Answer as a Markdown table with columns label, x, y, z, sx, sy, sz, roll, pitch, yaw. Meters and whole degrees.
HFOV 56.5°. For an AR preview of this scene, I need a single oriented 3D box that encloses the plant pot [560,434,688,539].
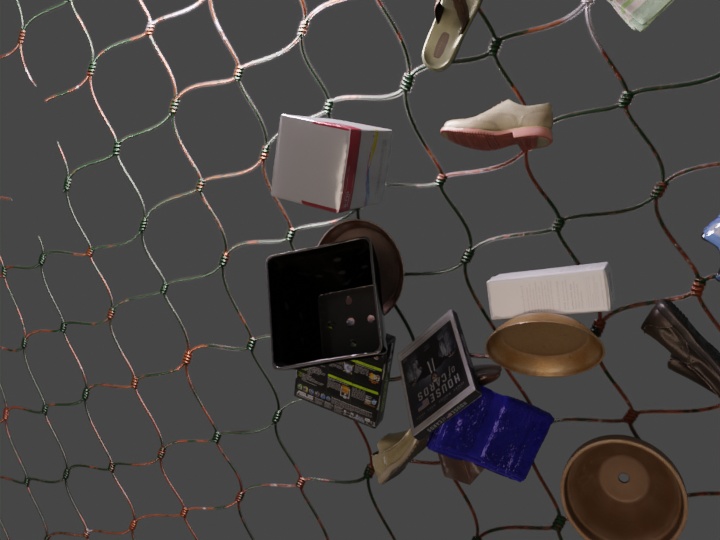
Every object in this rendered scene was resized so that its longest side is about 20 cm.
| label | x | y | z | sx | sy | sz | roll | pitch | yaw |
| --- | --- | --- | --- | --- | --- | --- | --- | --- | --- |
| plant pot | 0.446 | 0.369 | 1.139 | 0.197 | 0.092 | 0.206 | 4 | 100 | 23 |

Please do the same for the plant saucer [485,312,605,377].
| label | x | y | z | sx | sy | sz | roll | pitch | yaw |
| --- | --- | --- | --- | --- | --- | --- | --- | --- | --- |
| plant saucer | 0.312 | 0.122 | 1.140 | 0.196 | 0.201 | 0.036 | -5 | 54 | 25 |

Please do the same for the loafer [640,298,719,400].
| label | x | y | z | sx | sy | sz | roll | pitch | yaw |
| --- | --- | --- | --- | --- | --- | --- | --- | --- | --- |
| loafer | 0.534 | 0.142 | 1.084 | 0.071 | 0.072 | 0.201 | -45 | 70 | 29 |

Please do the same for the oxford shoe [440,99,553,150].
| label | x | y | z | sx | sy | sz | roll | pitch | yaw |
| --- | --- | --- | --- | --- | --- | --- | --- | --- | --- |
| oxford shoe | 0.238 | -0.255 | 1.168 | 0.196 | 0.071 | 0.076 | 6 | 79 | 21 |

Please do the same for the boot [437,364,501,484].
| label | x | y | z | sx | sy | sz | roll | pitch | yaw |
| --- | --- | --- | --- | --- | --- | --- | --- | --- | --- |
| boot | 0.211 | 0.291 | 1.255 | 0.184 | 0.064 | 0.204 | -21 | 90 | 28 |

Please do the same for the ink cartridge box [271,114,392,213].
| label | x | y | z | sx | sy | sz | roll | pitch | yaw |
| --- | --- | --- | --- | --- | --- | --- | --- | --- | --- |
| ink cartridge box | -0.047 | -0.198 | 1.226 | 0.143 | 0.199 | 0.148 | 15 | 106 | 22 |

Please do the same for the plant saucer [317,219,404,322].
| label | x | y | z | sx | sy | sz | roll | pitch | yaw |
| --- | --- | --- | --- | --- | --- | --- | --- | --- | --- |
| plant saucer | 0.000 | 0.000 | 1.323 | 0.196 | 0.034 | 0.205 | 4 | 99 | 25 |

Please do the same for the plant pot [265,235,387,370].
| label | x | y | z | sx | sy | sz | roll | pitch | yaw |
| --- | --- | --- | --- | --- | --- | --- | --- | --- | --- |
| plant pot | -0.041 | 0.078 | 1.210 | 0.195 | 0.177 | 0.204 | -11 | 71 | 15 |

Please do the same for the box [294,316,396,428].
| label | x | y | z | sx | sy | sz | roll | pitch | yaw |
| --- | --- | --- | --- | --- | --- | --- | --- | --- | --- |
| box | -0.036 | 0.195 | 1.346 | 0.196 | 0.047 | 0.197 | 16 | 111 | 22 |

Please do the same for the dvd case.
| label | x | y | z | sx | sy | sz | roll | pitch | yaw |
| --- | --- | --- | --- | --- | --- | --- | --- | --- | --- |
| dvd case | 0.137 | 0.186 | 1.215 | 0.025 | 0.202 | 0.150 | 34 | 117 | -28 |

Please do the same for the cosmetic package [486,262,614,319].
| label | x | y | z | sx | sy | sz | roll | pitch | yaw |
| --- | --- | --- | --- | --- | --- | --- | --- | --- | --- |
| cosmetic package | 0.324 | 0.036 | 1.142 | 0.196 | 0.101 | 0.076 | -9 | 93 | 26 |

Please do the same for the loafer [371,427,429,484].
| label | x | y | z | sx | sy | sz | roll | pitch | yaw |
| --- | --- | --- | --- | --- | --- | --- | --- | --- | --- |
| loafer | 0.071 | 0.344 | 1.298 | 0.069 | 0.075 | 0.201 | 50 | 133 | 21 |

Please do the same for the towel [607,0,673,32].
| label | x | y | z | sx | sy | sz | roll | pitch | yaw |
| --- | --- | --- | --- | --- | --- | --- | --- | --- | --- |
| towel | 0.430 | -0.502 | 1.058 | 0.153 | 0.023 | 0.201 | -45 | 78 | 22 |

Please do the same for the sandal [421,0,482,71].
| label | x | y | z | sx | sy | sz | roll | pitch | yaw |
| --- | --- | --- | --- | --- | --- | --- | --- | --- | --- |
| sandal | 0.161 | -0.450 | 1.170 | 0.079 | 0.057 | 0.205 | 23 | 106 | 20 |

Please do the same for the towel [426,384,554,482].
| label | x | y | z | sx | sy | sz | roll | pitch | yaw |
| --- | --- | --- | --- | --- | --- | --- | --- | --- | --- |
| towel | 0.234 | 0.292 | 1.202 | 0.196 | 0.050 | 0.150 | 21 | 104 | -8 |

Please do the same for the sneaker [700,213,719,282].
| label | x | y | z | sx | sy | sz | roll | pitch | yaw |
| --- | --- | --- | --- | --- | --- | --- | --- | --- | --- |
| sneaker | 0.602 | 0.004 | 1.032 | 0.089 | 0.078 | 0.202 | -39 | 73 | 31 |
